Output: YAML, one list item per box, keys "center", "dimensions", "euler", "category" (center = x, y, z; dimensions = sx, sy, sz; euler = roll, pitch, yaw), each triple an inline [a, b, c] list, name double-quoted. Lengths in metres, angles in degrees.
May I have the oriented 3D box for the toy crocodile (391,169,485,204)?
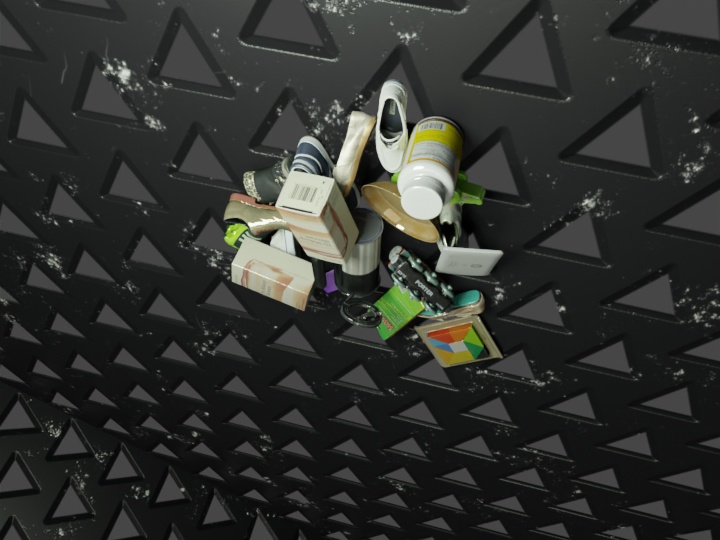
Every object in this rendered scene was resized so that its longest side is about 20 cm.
- center: [0.160, -0.174, 1.267]
  dimensions: [0.197, 0.068, 0.062]
  euler: [14, 143, 8]
  category: "toy crocodile"

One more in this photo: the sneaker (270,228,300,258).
- center: [-0.188, -0.069, 1.504]
  dimensions: [0.070, 0.074, 0.201]
  euler: [10, 139, 4]
  category: "sneaker"

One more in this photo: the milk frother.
- center: [0.000, 0.000, 1.402]
  dimensions: [0.200, 0.180, 0.189]
  euler: [39, 149, 29]
  category: "milk frother"

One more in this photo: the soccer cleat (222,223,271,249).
- center: [-0.257, -0.097, 1.513]
  dimensions: [0.198, 0.068, 0.081]
  euler: [-13, 141, 39]
  category: "soccer cleat"

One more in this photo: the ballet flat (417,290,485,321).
- center: [0.222, 0.098, 1.547]
  dimensions: [0.198, 0.069, 0.067]
  euler: [-7, 141, 29]
  category: "ballet flat"

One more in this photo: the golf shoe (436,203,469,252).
- center: [0.194, -0.072, 1.345]
  dimensions: [0.077, 0.098, 0.201]
  euler: [-1, 137, 18]
  category: "golf shoe"

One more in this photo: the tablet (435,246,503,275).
- center: [0.240, -0.017, 1.371]
  dimensions: [0.128, 0.014, 0.200]
  euler: [4, 167, 3]
  category: "tablet"

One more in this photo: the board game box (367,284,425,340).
- center: [0.094, 0.098, 1.582]
  dimensions: [0.200, 0.030, 0.096]
  euler: [-44, 69, 44]
  category: "board game box"

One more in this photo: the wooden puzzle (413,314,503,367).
- center: [0.266, 0.200, 1.663]
  dimensions: [0.198, 0.038, 0.186]
  euler: [-13, 131, 31]
  category: "wooden puzzle"

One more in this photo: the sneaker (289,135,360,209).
- center: [-0.079, -0.181, 1.313]
  dimensions: [0.070, 0.109, 0.200]
  euler: [-17, 129, 35]
  category: "sneaker"

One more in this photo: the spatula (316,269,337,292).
- center: [-0.130, 0.045, 1.646]
  dimensions: [0.198, 0.021, 0.057]
  euler: [-16, 116, 36]
  category: "spatula"

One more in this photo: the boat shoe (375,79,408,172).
- center: [0.058, -0.268, 1.196]
  dimensions: [0.073, 0.066, 0.201]
  euler: [5, 136, 13]
  category: "boat shoe"

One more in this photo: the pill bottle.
- center: [0.132, -0.192, 1.153]
  dimensions: [0.108, 0.201, 0.110]
  euler: [10, 140, 9]
  category: "pill bottle"

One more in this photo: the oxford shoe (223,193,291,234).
- center: [-0.213, -0.107, 1.383]
  dimensions: [0.198, 0.076, 0.071]
  euler: [18, 161, 9]
  category: "oxford shoe"

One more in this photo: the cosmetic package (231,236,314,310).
- center: [-0.208, 0.009, 1.496]
  dimensions: [0.198, 0.088, 0.104]
  euler: [22, 151, 2]
  category: "cosmetic package"

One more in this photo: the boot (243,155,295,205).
- center: [-0.159, -0.167, 1.394]
  dimensions: [0.152, 0.074, 0.204]
  euler: [-7, 136, 34]
  category: "boot"

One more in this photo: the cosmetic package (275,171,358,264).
- center: [-0.083, -0.103, 1.242]
  dimensions: [0.102, 0.088, 0.200]
  euler: [13, 158, 22]
  category: "cosmetic package"

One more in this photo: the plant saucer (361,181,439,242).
- center: [0.093, -0.133, 1.305]
  dimensions: [0.199, 0.036, 0.200]
  euler: [34, 170, 7]
  category: "plant saucer"

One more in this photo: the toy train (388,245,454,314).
- center: [0.144, 0.022, 1.453]
  dimensions: [0.199, 0.114, 0.085]
  euler: [39, 106, -19]
  category: "toy train"

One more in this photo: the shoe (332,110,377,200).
- center: [-0.024, -0.228, 1.247]
  dimensions: [0.053, 0.070, 0.202]
  euler: [21, 114, -4]
  category: "shoe"
